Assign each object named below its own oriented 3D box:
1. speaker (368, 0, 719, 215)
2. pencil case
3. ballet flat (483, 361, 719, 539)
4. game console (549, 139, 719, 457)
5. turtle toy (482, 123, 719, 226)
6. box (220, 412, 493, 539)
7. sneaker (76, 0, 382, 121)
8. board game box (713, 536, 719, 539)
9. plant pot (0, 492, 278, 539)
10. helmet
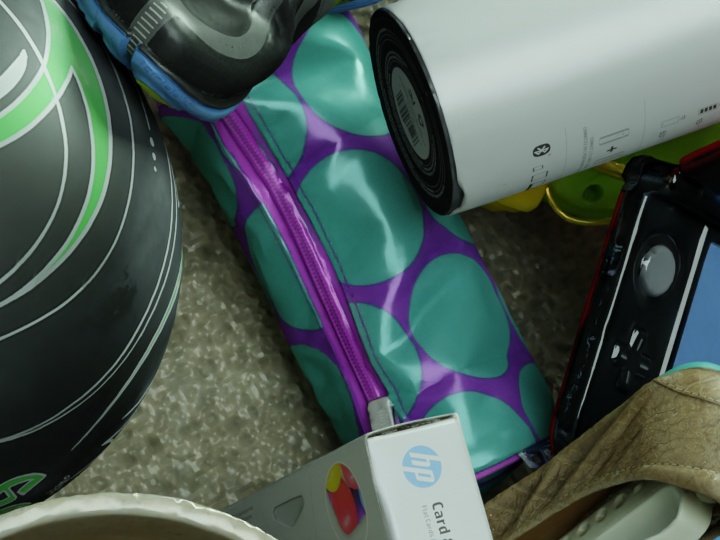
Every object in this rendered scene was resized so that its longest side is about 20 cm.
[{"bbox_3d":[0.109,-0.087,1.052,0.199,0.081,0.082,-19,84,-12],"label":"speaker"},{"bbox_3d":[0.000,0.000,1.093,0.201,0.085,0.092,62,28,4],"label":"pencil case"},{"bbox_3d":[0.069,0.110,1.030,0.068,0.200,0.073,34,36,-26],"label":"ballet flat"},{"bbox_3d":[0.189,0.024,1.088,0.200,0.118,0.173,24,81,-46],"label":"game console"},{"bbox_3d":[0.119,-0.075,1.152,0.199,0.101,0.146,21,92,-18],"label":"turtle toy"},{"bbox_3d":[0.014,0.165,1.018,0.041,0.156,0.201,-13,81,-25],"label":"box"},{"bbox_3d":[-0.023,-0.112,0.963,0.071,0.083,0.199,49,39,4],"label":"sneaker"},{"bbox_3d":[0.154,0.179,1.076,0.151,0.036,0.200,-51,133,-25],"label":"board game box"},{"bbox_3d":[-0.101,0.188,0.949,0.199,0.183,0.201,6,74,-20],"label":"plant pot"},{"bbox_3d":[-0.152,-0.013,0.933,0.191,0.200,0.200,-37,91,-40],"label":"helmet"}]
